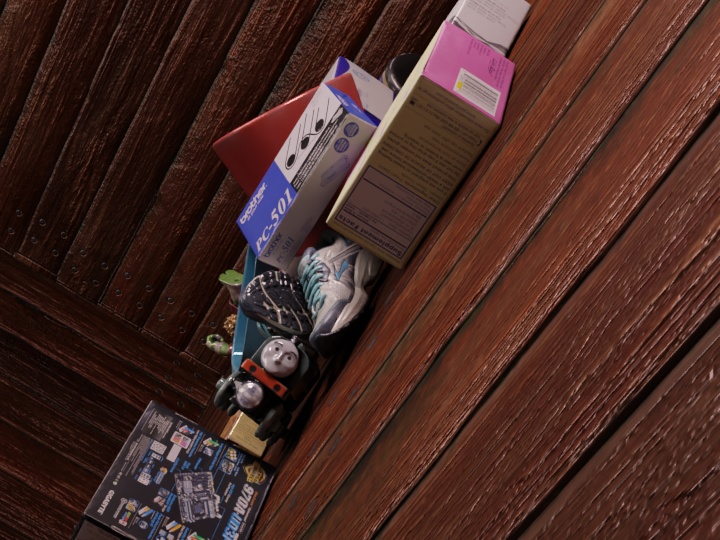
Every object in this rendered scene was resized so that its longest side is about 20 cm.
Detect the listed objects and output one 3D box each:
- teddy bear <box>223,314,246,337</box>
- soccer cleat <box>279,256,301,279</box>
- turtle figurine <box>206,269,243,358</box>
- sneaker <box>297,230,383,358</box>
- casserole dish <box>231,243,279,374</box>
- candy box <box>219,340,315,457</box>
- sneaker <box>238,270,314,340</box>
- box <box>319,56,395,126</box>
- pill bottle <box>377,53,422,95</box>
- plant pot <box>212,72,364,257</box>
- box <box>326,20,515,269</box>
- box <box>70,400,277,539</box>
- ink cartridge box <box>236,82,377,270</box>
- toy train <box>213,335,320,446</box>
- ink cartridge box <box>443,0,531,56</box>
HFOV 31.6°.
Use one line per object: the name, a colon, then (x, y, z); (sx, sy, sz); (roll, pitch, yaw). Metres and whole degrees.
teddy bear: (-0.146, 0.096, 1.846); (0.145, 0.066, 0.201); (-18, -71, -47)
soccer cleat: (-0.039, -0.031, 1.715); (0.086, 0.070, 0.200); (-30, 0, 29)
turtle figurine: (-0.182, 0.077, 2.087); (0.200, 0.143, 0.195); (-85, -6, -62)
sneaker: (-0.038, 0.023, 1.438); (0.078, 0.086, 0.200); (-55, 8, 30)
casserole dish: (-0.140, 0.049, 1.718); (0.121, 0.039, 0.201); (-160, 80, -78)
candy box: (-0.129, 0.175, 1.716); (0.201, 0.055, 0.115); (-63, 8, -33)
sneaker: (-0.090, 0.057, 1.488); (0.086, 0.078, 0.200); (-31, -20, 22)
box: (-0.046, -0.177, 1.808); (0.200, 0.105, 0.184); (-54, 11, 21)
pill bottle: (0.055, -0.244, 2.043); (0.200, 0.111, 0.112); (-54, 7, 48)
plant pot: (-0.061, -0.126, 1.609); (0.200, 0.178, 0.200); (-27, 7, 3)
box: (0.067, -0.136, 1.358); (0.200, 0.096, 0.176); (-56, 6, 30)
box: (-0.186, 0.238, 1.310); (0.046, 0.158, 0.200); (-59, 5, 30)
ink cartridge box: (-0.065, -0.109, 1.472); (0.201, 0.044, 0.094); (-57, 34, 15)
toy train: (-0.100, 0.129, 1.436); (0.114, 0.085, 0.200); (-53, -9, -9)
ink cartridge box: (0.118, -0.248, 1.586); (0.201, 0.083, 0.145); (-61, 5, -21)
